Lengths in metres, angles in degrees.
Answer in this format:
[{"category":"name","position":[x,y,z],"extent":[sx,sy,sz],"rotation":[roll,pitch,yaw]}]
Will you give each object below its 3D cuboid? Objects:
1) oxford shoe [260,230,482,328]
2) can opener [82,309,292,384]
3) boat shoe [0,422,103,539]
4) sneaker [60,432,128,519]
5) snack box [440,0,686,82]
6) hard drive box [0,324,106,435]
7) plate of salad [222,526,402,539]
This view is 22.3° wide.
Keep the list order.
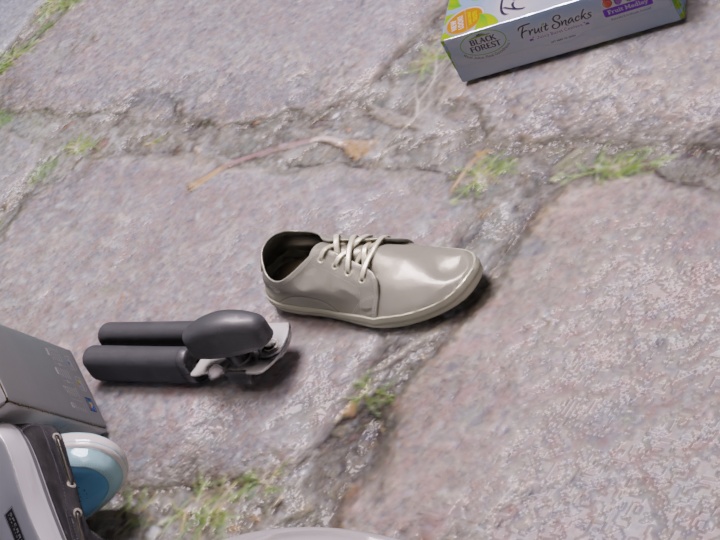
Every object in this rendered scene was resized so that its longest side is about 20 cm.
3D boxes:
[{"category":"oxford shoe","position":[0.000,0.000,1.386],"extent":[0.200,0.058,0.075],"rotation":[2,45,37]},{"category":"can opener","position":[-0.141,0.051,1.421],"extent":[0.200,0.067,0.053],"rotation":[-1,44,36]},{"category":"boat shoe","position":[-0.204,0.195,1.252],"extent":[0.070,0.066,0.200],"rotation":[-43,64,41]},{"category":"sneaker","position":[-0.253,0.205,1.314],"extent":[0.200,0.080,0.131],"rotation":[-30,32,20]},{"category":"snack box","position":[0.175,-0.245,1.551],"extent":[0.200,0.053,0.142],"rotation":[-14,38,25]},{"category":"hard drive box","position":[-0.300,0.113,1.353],"extent":[0.156,0.200,0.077],"rotation":[-29,75,5]},{"category":"plate of salad","position":[-0.017,0.208,1.101],"extent":[0.200,0.048,0.200],"rotation":[4,18,-1]}]
